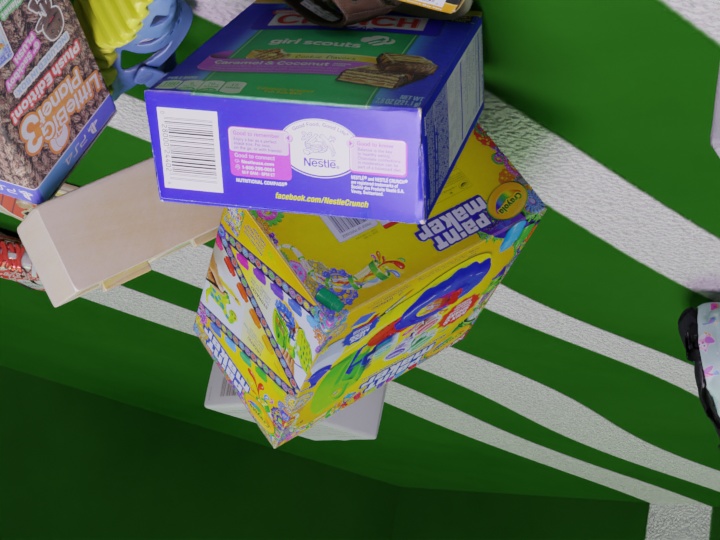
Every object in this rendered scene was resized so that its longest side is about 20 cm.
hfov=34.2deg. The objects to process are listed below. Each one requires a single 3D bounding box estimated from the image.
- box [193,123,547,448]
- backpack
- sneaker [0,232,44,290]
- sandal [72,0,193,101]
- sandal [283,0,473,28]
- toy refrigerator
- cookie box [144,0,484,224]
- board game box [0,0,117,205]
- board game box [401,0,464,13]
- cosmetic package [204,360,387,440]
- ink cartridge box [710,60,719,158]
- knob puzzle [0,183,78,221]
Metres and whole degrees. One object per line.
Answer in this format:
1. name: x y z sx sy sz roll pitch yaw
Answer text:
1. box: 0.000 0.000 0.870 0.199 0.122 0.193 -27 159 -29
2. backpack: 0.421 0.099 1.268 0.126 0.168 0.200 -18 150 20
3. sneaker: -0.455 -0.021 1.546 0.107 0.068 0.201 -2 163 33
4. sandal: -0.158 -0.182 0.832 0.086 0.080 0.200 -16 171 -28
5. sandal: -0.026 -0.183 0.737 0.199 0.058 0.080 9 165 -11
6. toy refrigerator: -0.134 -0.045 0.837 0.199 0.070 0.076 -27 -177 -28
7. cookie box: -0.019 -0.110 0.750 0.169 0.200 0.076 6 118 14
8. board game box: -0.276 -0.159 0.768 0.158 0.097 0.201 16 148 22
9. board game box: -0.036 -0.210 0.467 0.198 0.167 0.057 13 165 -7
10. cosmetic package: -0.084 0.137 1.654 0.199 0.168 0.167 22 161 -31
11. ink cartridge box: 0.240 -0.137 0.472 0.172 0.202 0.043 0 159 34
12. knob puzzle: -0.359 -0.061 1.411 0.217 0.031 0.220 10 164 3
